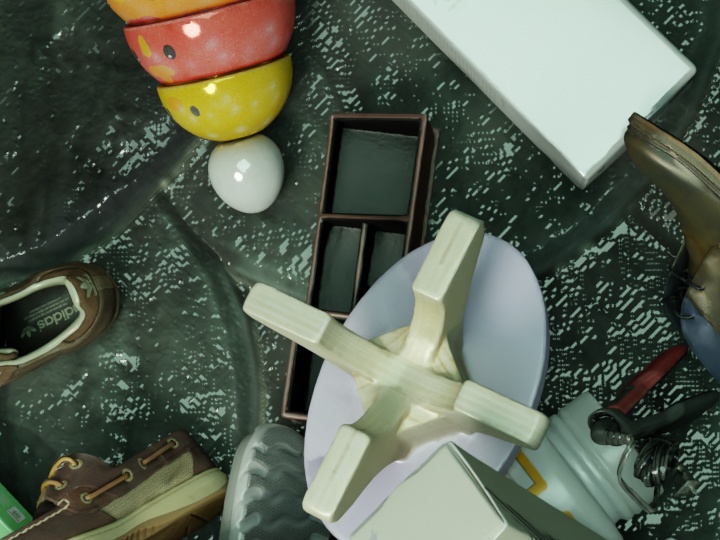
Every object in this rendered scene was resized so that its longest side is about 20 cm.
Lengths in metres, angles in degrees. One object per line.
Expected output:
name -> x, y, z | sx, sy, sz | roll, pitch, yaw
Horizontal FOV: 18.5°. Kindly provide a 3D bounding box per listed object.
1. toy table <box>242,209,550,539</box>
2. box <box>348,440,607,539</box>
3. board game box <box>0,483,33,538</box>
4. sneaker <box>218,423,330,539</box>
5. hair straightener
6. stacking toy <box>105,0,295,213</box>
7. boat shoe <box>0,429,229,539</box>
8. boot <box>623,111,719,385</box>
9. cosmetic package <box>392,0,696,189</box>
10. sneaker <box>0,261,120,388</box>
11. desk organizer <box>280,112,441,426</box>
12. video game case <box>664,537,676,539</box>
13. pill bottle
toy table -> 0.029, 0.060, 1.263 | 0.183, 0.117, 0.201 | 13, 79, 14
box -> 0.087, 0.171, 1.214 | 0.082, 0.200, 0.068 | -46, 49, 10
board game box -> -0.306, 0.143, 1.398 | 0.200, 0.029, 0.135 | 46, 112, 7
sneaker -> -0.074, 0.194, 1.368 | 0.082, 0.075, 0.201 | 2, 83, 49
hair straightener -> 0.180, 0.096, 1.297 | 0.041, 0.200, 0.077 | -37, 85, 18
stacking toy -> -0.087, -0.133, 1.393 | 0.145, 0.146, 0.201 | -14, 99, 4
boat shoe -> -0.169, 0.147, 1.350 | 0.200, 0.072, 0.072 | -22, 70, -38
boot -> 0.210, -0.002, 1.345 | 0.200, 0.075, 0.097 | 43, 98, -13
cosmetic package -> 0.106, -0.156, 1.390 | 0.102, 0.074, 0.200 | -43, 84, 0
sneaker -> -0.249, 0.050, 1.403 | 0.200, 0.076, 0.071 | -31, 82, 2
desk organizer -> 0.000, 0.000, 1.382 | 0.071, 0.077, 0.201 | 7, 85, 6
video game case -> 0.141, 0.276, 1.371 | 0.199, 0.018, 0.144 | -29, 82, 3
pill bottle -> 0.082, 0.164, 1.341 | 0.200, 0.109, 0.109 | -38, 82, 0
